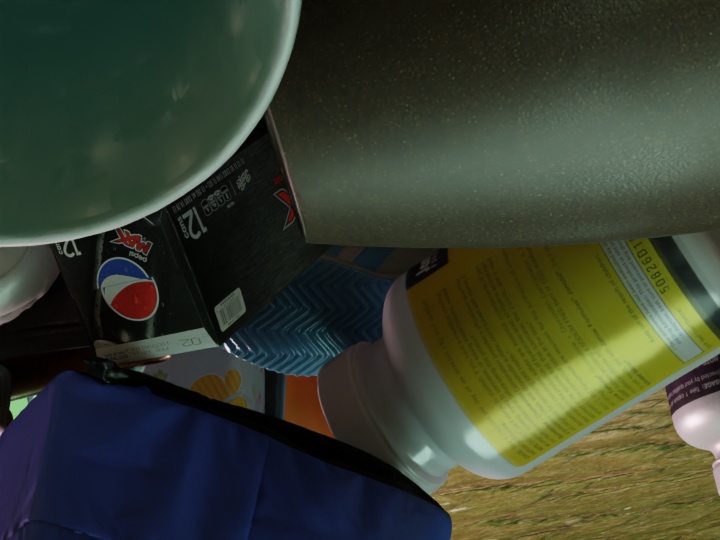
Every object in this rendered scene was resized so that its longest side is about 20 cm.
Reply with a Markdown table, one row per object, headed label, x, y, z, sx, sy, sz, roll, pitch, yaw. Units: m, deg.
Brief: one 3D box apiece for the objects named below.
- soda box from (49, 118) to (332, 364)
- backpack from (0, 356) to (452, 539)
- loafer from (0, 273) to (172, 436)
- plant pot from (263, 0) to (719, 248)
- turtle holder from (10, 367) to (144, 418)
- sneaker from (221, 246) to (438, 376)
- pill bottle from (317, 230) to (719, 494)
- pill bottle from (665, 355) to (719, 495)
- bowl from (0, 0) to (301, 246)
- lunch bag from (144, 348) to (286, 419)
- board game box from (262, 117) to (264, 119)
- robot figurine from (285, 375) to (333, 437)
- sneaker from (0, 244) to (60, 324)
| label | x | y | z | sx | sy | sz | roll | pitch | yaw |
| --- | --- | --- | --- | --- | --- | --- | --- | --- | --- |
| soda box | -0.052 | -0.031 | 0.739 | 0.070 | 0.064 | 0.200 | -11 | -163 | 31 |
| backpack | -0.069 | 0.151 | 0.723 | 0.198 | 0.170 | 0.162 | 17 | 160 | -20 |
| loafer | -0.181 | 0.045 | 0.769 | 0.198 | 0.073 | 0.073 | -27 | 164 | -14 |
| plant pot | 0.061 | -0.083 | 0.576 | 0.198 | 0.189 | 0.187 | -18 | 162 | -2 |
| turtle holder | -0.190 | 0.017 | 0.897 | 0.130 | 0.141 | 0.187 | -23 | 123 | -8 |
| sneaker | 0.000 | 0.000 | 0.858 | 0.197 | 0.081 | 0.077 | -1 | 128 | -22 |
| pill bottle | 0.081 | 0.028 | 0.777 | 0.199 | 0.113 | 0.112 | -34 | 156 | 16 |
| pill bottle | 0.245 | 0.039 | 1.065 | 0.111 | 0.203 | 0.113 | -9 | 162 | -3 |
| bowl | -0.112 | -0.116 | 0.480 | 0.198 | 0.106 | 0.203 | 2 | 130 | 2 |
| lunch bag | -0.112 | 0.097 | 1.072 | 0.125 | 0.172 | 0.200 | 1 | 161 | -1 |
| board game box | -0.102 | -0.109 | 0.655 | 0.198 | 0.057 | 0.196 | -16 | 161 | 16 |
| robot figurine | -0.019 | 0.117 | 1.284 | 0.198 | 0.145 | 0.117 | 5 | 135 | -41 |
| sneaker | -0.225 | -0.030 | 0.708 | 0.197 | 0.079 | 0.100 | 12 | 155 | 12 |
